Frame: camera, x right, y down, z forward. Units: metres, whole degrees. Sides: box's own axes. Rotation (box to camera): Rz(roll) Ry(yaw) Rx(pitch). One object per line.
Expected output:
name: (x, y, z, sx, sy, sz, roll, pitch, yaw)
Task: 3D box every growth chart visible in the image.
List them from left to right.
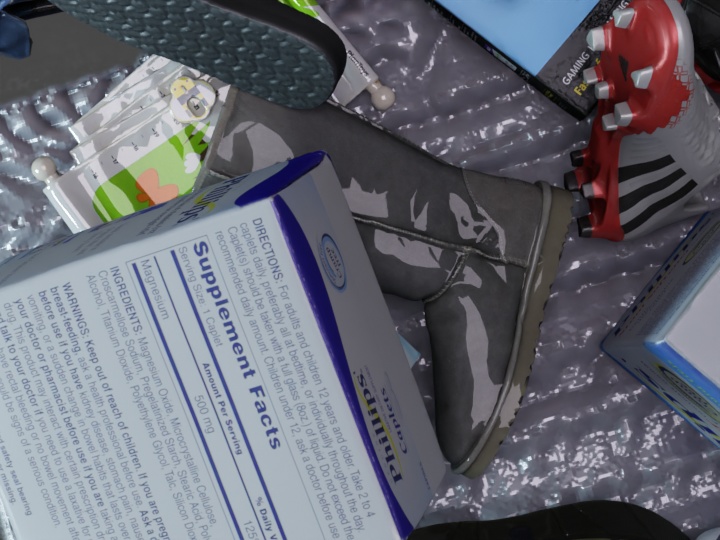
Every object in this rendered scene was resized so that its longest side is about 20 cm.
growth chart: (-0.078, -0.069, 1.458, 0.145, 0.018, 0.200, 45, 89, -1)

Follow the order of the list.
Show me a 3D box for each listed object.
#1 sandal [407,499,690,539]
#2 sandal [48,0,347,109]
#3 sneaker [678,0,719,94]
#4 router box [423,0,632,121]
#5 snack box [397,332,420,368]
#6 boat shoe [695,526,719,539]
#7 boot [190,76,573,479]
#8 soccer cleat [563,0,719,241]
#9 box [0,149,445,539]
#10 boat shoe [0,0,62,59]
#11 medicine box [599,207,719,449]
sandal: (0.099, 0.171, 1.437, 0.200, 0.057, 0.080, 1, 52, -14)
sandal: (-0.099, -0.149, 1.387, 0.200, 0.075, 0.048, 27, 52, -7)
sneaker: (0.248, -0.099, 1.407, 0.200, 0.098, 0.071, 30, 90, -24)
router box: (0.123, -0.205, 1.448, 0.149, 0.051, 0.200, 37, 88, 1)
snack box: (-0.076, 0.077, 1.410, 0.116, 0.037, 0.200, 42, 111, 0)
boat shoe: (0.255, 0.216, 1.424, 0.072, 0.066, 0.200, -34, 92, -42)
boot: (-0.001, 0.001, 1.422, 0.200, 0.073, 0.182, 16, 79, -13)
soccer cleat: (0.161, -0.081, 1.386, 0.085, 0.200, 0.069, -9, 59, -10)
box: (-0.084, 0.063, 1.331, 0.200, 0.105, 0.184, -18, 100, 20)
boat shoe: (-0.192, -0.144, 1.425, 0.200, 0.084, 0.069, -23, 93, 0)
medicine box: (0.235, 0.058, 1.373, 0.182, 0.200, 0.103, 40, 86, 0)
